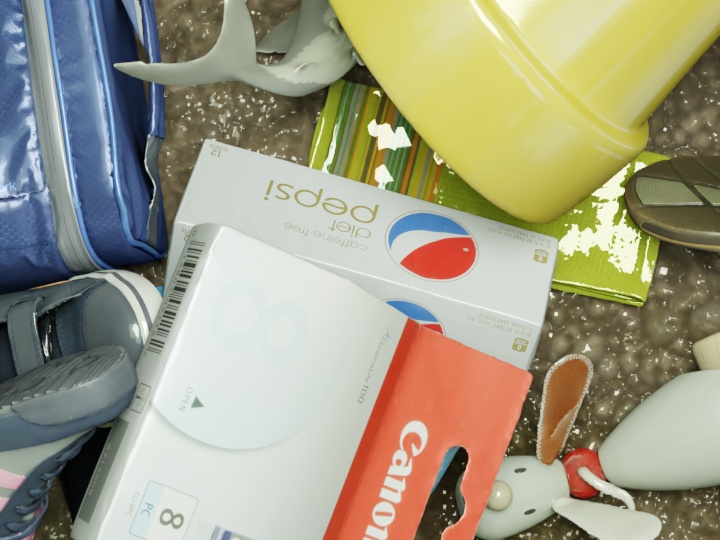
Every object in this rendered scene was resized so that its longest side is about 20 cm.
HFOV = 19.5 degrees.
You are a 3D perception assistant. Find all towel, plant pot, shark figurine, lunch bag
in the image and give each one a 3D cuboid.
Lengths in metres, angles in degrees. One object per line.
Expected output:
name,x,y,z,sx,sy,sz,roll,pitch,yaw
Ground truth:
towel,0.068,-0.043,1.146,0.198,0.018,0.087,13,87,3
plant pot,0.108,-0.156,1.035,0.188,0.201,0.202,-36,85,21
shark figurine,-0.037,-0.128,1.116,0.089,0.215,0.129,-12,120,37
lunch bag,-0.167,-0.093,1.099,0.131,0.136,0.202,-9,85,1

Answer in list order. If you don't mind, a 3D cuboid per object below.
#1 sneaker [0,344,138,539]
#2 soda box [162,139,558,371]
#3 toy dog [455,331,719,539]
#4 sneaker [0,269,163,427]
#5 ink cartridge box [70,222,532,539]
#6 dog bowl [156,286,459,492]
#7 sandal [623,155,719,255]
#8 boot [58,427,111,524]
sneaker,-0.165,0.098,0.997,0.199,0.070,0.083,-25,96,40
soda box,0.000,0.000,1.106,0.198,0.064,0.068,15,46,1
toy dog,0.152,0.095,1.092,0.200,0.096,0.132,-40,79,-2
sneaker,-0.168,0.047,1.055,0.079,0.199,0.079,-14,91,-36
ink cartridge box,-0.018,0.089,0.996,0.199,0.047,0.161,24,83,-20
dog bowl,-0.040,0.068,1.097,0.198,0.112,0.050,16,113,-1
sandal,0.238,-0.017,1.121,0.198,0.082,0.055,5,122,-8
boot,-0.117,0.145,1.064,0.076,0.168,0.202,-13,85,-1
